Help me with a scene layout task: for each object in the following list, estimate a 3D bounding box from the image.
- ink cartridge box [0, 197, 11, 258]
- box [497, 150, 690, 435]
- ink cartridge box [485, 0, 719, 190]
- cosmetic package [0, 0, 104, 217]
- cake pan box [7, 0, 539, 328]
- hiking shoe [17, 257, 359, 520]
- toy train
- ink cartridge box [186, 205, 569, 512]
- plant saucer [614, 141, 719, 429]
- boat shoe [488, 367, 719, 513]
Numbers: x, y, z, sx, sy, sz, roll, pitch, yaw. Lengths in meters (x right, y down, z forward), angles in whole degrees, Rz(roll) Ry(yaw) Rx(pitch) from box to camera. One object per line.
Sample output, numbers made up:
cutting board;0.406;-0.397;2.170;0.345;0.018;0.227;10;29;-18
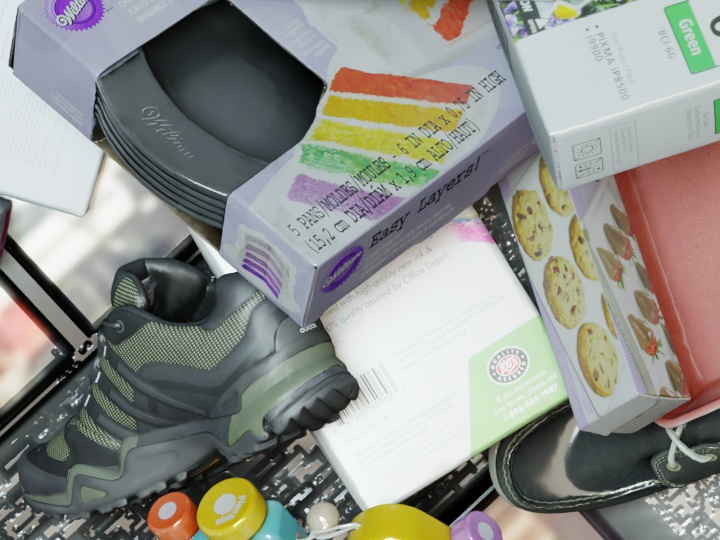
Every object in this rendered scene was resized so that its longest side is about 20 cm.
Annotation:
ink cartridge box;-0.259;-0.036;1.276;0.200;0.119;0.042;13;96;-4
box;0.094;-0.024;1.293;0.041;0.039;0.200;-33;63;37
ink cartridge box;0.158;-0.117;1.203;0.200;0.050;0.109;-18;60;-1
cosmetic package;-0.170;-0.140;1.309;0.151;0.052;0.200;17;92;-6
cake pan box;-0.025;-0.090;1.243;0.184;0.052;0.200;41;57;21
hiking shoe;-0.087;0.046;1.286;0.200;0.076;0.101;-24;84;39
toy train;-0.009;0.161;1.292;0.200;0.150;0.056;11;49;-7
ink cartridge box;0.000;0.000;1.314;0.117;0.067;0.200;-31;86;-2
plant saucer;0.193;-0.054;1.287;0.200;0.037;0.200;-26;72;27
boat shoe;0.155;0.063;1.337;0.200;0.068;0.072;-18;96;2
